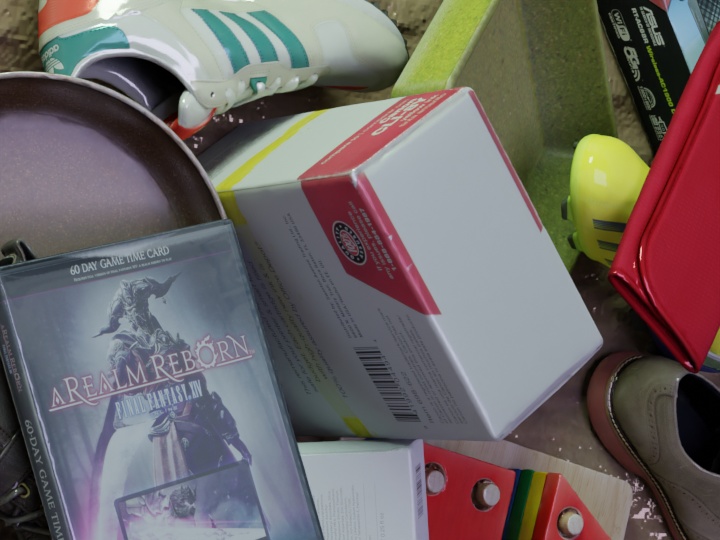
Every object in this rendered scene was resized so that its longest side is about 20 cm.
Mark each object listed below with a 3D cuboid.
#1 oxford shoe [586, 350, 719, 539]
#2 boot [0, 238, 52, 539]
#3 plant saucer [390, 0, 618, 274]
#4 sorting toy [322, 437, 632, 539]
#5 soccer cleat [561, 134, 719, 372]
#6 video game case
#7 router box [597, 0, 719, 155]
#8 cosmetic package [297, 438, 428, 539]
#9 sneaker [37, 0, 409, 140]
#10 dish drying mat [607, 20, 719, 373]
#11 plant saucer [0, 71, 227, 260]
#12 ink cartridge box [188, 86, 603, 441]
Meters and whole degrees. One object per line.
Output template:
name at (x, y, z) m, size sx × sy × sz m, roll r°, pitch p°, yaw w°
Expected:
oxford shoe at (0.210, 0.123, 1.389) m, size 0.200 × 0.075 × 0.071 m, roll 42°, pitch 68°, yaw -26°
boot at (-0.145, 0.109, 1.084) m, size 0.174 × 0.069 × 0.201 m, roll 43°, pitch 49°, yaw -28°
plant saucer at (0.072, -0.074, 1.259) m, size 0.201 × 0.047 × 0.201 m, roll -61°, pitch 148°, yaw -43°
sorting toy at (0.060, 0.187, 1.296) m, size 0.198 × 0.069 × 0.202 m, roll 20°, pitch 79°, yaw -31°
soccer cleat at (0.170, -0.011, 1.325) m, size 0.200 × 0.083 × 0.065 m, roll 51°, pitch 51°, yaw -47°
video game case at (-0.084, 0.085, 1.092) m, size 0.142 × 0.019 × 0.202 m, roll -13°, pitch 87°, yaw -46°
router box at (0.236, -0.148, 1.415) m, size 0.199 × 0.062 × 0.151 m, roll -33°, pitch 108°, yaw -28°
cosmetic package at (-0.039, 0.186, 1.194) m, size 0.149 × 0.052 × 0.202 m, roll -3°, pitch 92°, yaw 9°
sneaker at (-0.069, -0.098, 1.202) m, size 0.198 × 0.070 × 0.094 m, roll 14°, pitch 65°, yaw -27°
dish drying mat at (0.185, -0.044, 1.295) m, size 0.077 × 0.018 × 0.201 m, roll 47°, pitch 48°, yaw -23°
plant saucer at (-0.157, 0.007, 1.150) m, size 0.198 × 0.032 × 0.202 m, roll -2°, pitch 99°, yaw -13°
ink cartridge box at (0.000, 0.000, 1.182) m, size 0.083 × 0.199 × 0.146 m, roll -40°, pitch 110°, yaw -29°
